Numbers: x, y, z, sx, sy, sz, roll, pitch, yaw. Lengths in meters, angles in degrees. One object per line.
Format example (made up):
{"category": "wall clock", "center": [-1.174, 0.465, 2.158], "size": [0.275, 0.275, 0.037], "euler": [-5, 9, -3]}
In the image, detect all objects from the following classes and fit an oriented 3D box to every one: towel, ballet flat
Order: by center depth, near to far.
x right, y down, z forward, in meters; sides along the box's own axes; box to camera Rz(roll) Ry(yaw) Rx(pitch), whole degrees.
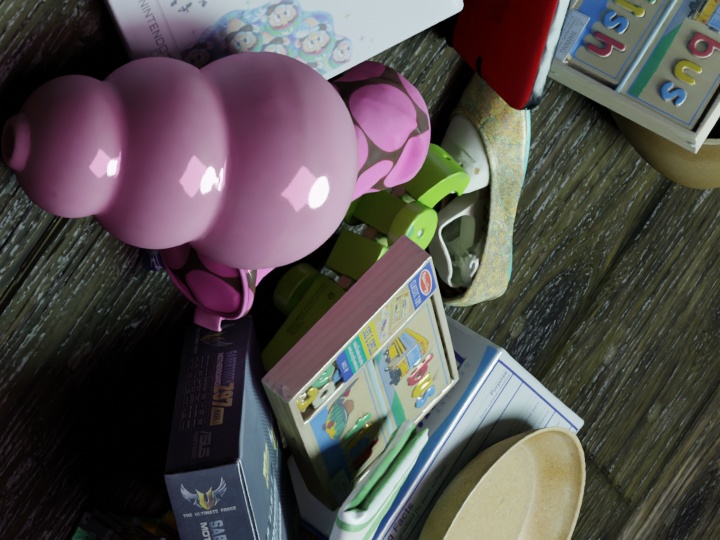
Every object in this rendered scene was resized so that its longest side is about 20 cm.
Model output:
{"category": "towel", "center": [-0.024, 0.205, 1.697], "size": [0.201, 0.023, 0.153], "euler": [-62, 174, 28]}
{"category": "ballet flat", "center": [0.078, -0.055, 1.797], "size": [0.071, 0.071, 0.201], "euler": [-34, 142, -37]}

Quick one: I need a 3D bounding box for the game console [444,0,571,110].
{"category": "game console", "center": [0.141, -0.224, 1.689], "size": [0.118, 0.172, 0.201], "euler": [1, 118, -27]}

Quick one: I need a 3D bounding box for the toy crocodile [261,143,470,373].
{"category": "toy crocodile", "center": [0.000, 0.000, 1.719], "size": [0.201, 0.067, 0.062], "euler": [-58, 151, -3]}

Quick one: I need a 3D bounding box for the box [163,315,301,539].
{"category": "box", "center": [-0.077, 0.141, 1.590], "size": [0.200, 0.051, 0.159], "euler": [-91, 169, -66]}

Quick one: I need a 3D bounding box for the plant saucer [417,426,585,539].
{"category": "plant saucer", "center": [0.091, 0.197, 1.852], "size": [0.200, 0.035, 0.201], "euler": [-37, 141, -37]}

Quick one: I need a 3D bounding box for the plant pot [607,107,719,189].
{"category": "plant pot", "center": [0.257, -0.142, 1.901], "size": [0.187, 0.186, 0.200], "euler": [-51, 164, -13]}

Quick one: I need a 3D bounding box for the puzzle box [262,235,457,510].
{"category": "puzzle box", "center": [0.005, 0.071, 1.682], "size": [0.133, 0.025, 0.200], "euler": [-46, 157, -13]}

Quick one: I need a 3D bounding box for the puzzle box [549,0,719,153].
{"category": "puzzle box", "center": [0.229, -0.195, 1.804], "size": [0.201, 0.133, 0.025], "euler": [-58, 166, -15]}

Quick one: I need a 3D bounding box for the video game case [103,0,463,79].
{"category": "video game case", "center": [-0.045, -0.169, 1.468], "size": [0.199, 0.024, 0.182], "euler": [-28, 144, -6]}

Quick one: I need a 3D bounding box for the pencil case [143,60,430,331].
{"category": "pencil case", "center": [-0.040, -0.048, 1.597], "size": [0.200, 0.090, 0.094], "euler": [-38, 134, -35]}

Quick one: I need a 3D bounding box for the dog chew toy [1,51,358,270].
{"category": "dog chew toy", "center": [-0.104, -0.066, 1.436], "size": [0.199, 0.125, 0.125], "euler": [4, 117, -27]}

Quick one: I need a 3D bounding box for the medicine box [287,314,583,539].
{"category": "medicine box", "center": [0.051, 0.139, 1.885], "size": [0.183, 0.103, 0.200], "euler": [-57, 150, -4]}

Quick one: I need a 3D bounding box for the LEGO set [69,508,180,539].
{"category": "LEGO set", "center": [-0.140, 0.254, 1.683], "size": [0.201, 0.116, 0.154], "euler": [-58, 150, -1]}
